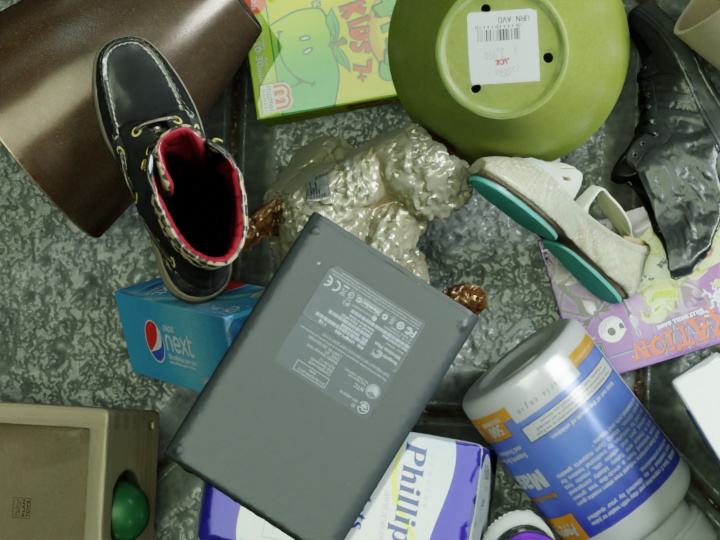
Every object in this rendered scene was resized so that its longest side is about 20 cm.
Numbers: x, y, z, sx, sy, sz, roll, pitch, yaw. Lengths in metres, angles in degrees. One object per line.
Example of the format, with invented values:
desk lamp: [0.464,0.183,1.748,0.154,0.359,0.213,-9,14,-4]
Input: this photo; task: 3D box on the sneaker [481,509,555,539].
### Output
sneaker: [0.162,0.274,1.656,0.069,0.100,0.200,-39,117,1]

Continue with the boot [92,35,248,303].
boot: [-0.132,-0.079,1.566,0.073,0.151,0.202,-15,87,-11]

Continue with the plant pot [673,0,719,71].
plant pot: [0.367,-0.169,1.660,0.187,0.187,0.200,-44,96,3]

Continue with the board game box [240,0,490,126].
board game box: [0.011,-0.182,1.758,0.198,0.048,0.103,-9,86,7]

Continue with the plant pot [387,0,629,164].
plant pot: [0.103,-0.161,1.619,0.185,0.200,0.189,1,96,6]

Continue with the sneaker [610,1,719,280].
sneaker: [0.229,-0.101,1.706,0.104,0.060,0.201,-30,75,-2]

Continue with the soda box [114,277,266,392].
soda box: [-0.112,0.048,1.680,0.064,0.199,0.068,-18,103,-27]

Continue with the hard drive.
hard drive: [-0.027,0.081,1.565,0.139,0.033,0.201,32,85,-1]

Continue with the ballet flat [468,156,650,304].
ballet flat: [0.149,-0.046,1.655,0.067,0.200,0.063,23,78,46]

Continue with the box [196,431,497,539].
box: [-0.005,0.168,1.673,0.198,0.184,0.106,8,86,8]

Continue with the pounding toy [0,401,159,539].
pounding toy: [-0.222,0.198,1.738,0.198,0.142,0.186,2,87,18]

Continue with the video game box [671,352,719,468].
video game box: [0.294,0.154,1.638,0.047,0.182,0.201,-31,83,8]

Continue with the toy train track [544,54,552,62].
toy train track: [0.144,-0.232,1.727,0.114,0.032,0.202,-12,89,-24]

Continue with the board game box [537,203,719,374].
board game box: [0.248,0.003,1.730,0.198,0.032,0.121,-18,89,6]

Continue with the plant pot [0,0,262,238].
plant pot: [-0.180,-0.161,1.710,0.199,0.187,0.187,-38,83,4]

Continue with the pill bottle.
pill bottle: [0.176,0.145,1.681,0.112,0.112,0.201,-37,95,4]

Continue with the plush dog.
plush dog: [0.000,0.000,1.680,0.160,0.199,0.173,-38,108,-30]
